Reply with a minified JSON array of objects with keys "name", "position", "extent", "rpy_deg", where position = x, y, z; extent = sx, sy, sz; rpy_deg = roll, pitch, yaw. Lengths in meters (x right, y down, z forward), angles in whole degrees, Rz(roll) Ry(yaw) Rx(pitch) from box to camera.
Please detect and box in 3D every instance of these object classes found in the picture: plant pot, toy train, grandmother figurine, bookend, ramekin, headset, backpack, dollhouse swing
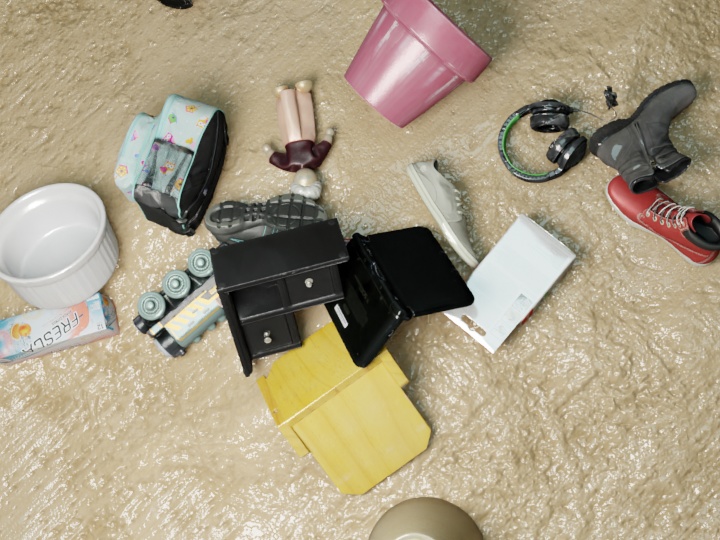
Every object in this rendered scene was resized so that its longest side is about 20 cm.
[{"name":"plant pot","position":[0.085,0.419,1.565],"extent":[0.186,0.200,0.188],"rpy_deg":[-2,79,8]},{"name":"toy train","position":[-0.266,0.048,1.753],"extent":[0.200,0.085,0.114],"rpy_deg":[-41,86,-1]},{"name":"grandmother figurine","position":[-0.102,-0.205,1.792],"extent":[0.121,0.061,0.201],"rpy_deg":[-15,74,14]},{"name":"bookend","position":[-0.109,0.043,1.675],"extent":[0.198,0.201,0.092],"rpy_deg":[-14,45,-4]},{"name":"ramekin","position":[-0.485,-0.034,1.757],"extent":[0.199,0.098,0.201],"rpy_deg":[-7,52,10]},{"name":"headset","position":[0.310,-0.220,1.717],"extent":[0.199,0.094,0.124],"rpy_deg":[-27,77,8]},{"name":"backpack","position":[-0.295,-0.179,1.753],"extent":[0.153,0.176,0.201],"rpy_deg":[24,79,8]},{"name":"plant pot","position":[0.079,-0.332,1.733],"extent":[0.200,0.200,0.179],"rpy_deg":[45,103,14]},{"name":"dollhouse swing","position":[-0.017,0.209,1.707],"extent":[0.200,0.176,0.182],"rpy_deg":[-36,35,0]}]

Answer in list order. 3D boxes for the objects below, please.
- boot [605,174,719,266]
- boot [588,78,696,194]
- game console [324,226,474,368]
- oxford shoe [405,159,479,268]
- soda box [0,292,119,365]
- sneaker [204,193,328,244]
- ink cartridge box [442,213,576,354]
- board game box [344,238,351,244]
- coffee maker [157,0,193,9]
[{"name":"boot","position":[0.459,-0.091,1.646],"extent":[0.200,0.144,0.073],"rpy_deg":[38,87,15]},{"name":"boot","position":[0.463,-0.199,1.678],"extent":[0.200,0.070,0.132],"rpy_deg":[-36,52,-4]},{"name":"game console","position":[0.049,0.037,1.673],"extent":[0.176,0.116,0.200],"rpy_deg":[-54,39,21]},{"name":"oxford shoe","position":[0.139,-0.095,1.728],"extent":[0.058,0.075,0.201],"rpy_deg":[-29,72,3]},{"name":"soda box","position":[-0.497,0.096,1.777],"extent":[0.199,0.068,0.064],"rpy_deg":[-16,77,3]},{"name":"sneaker","position":[-0.146,-0.073,1.761],"extent":[0.199,0.079,0.076],"rpy_deg":[0,53,10]},{"name":"ink cartridge box","position":[0.230,0.023,1.703],"extent":[0.109,0.050,0.200],"rpy_deg":[39,87,13]},{"name":"board game box","position":[0.000,0.000,1.755],"extent":[0.199,0.019,0.104],"rpy_deg":[-1,79,8]},{"name":"coffee maker","position":[-0.313,-0.568,1.826],"extent":[0.134,0.192,0.201],"rpy_deg":[22,80,28]}]
